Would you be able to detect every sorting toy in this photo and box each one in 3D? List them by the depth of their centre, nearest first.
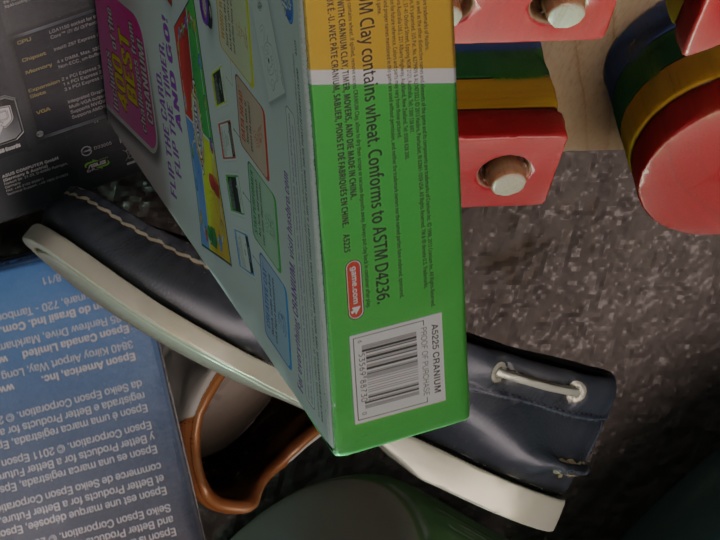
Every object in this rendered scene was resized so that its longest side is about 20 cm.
[{"bbox_3d":[0.079,-0.085,0.880,0.198,0.070,0.200,-2,144,-14],"label":"sorting toy"}]

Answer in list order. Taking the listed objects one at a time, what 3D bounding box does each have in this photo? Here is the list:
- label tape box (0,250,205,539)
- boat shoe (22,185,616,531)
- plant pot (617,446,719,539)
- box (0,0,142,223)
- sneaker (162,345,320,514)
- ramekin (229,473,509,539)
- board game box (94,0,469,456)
[{"bbox_3d":[-0.125,0.100,0.974,0.144,0.063,0.201,-13,93,-16],"label":"label tape box"},{"bbox_3d":[-0.009,0.016,0.937,0.199,0.075,0.062,27,91,-12],"label":"boat shoe"},{"bbox_3d":[0.187,0.140,1.120,0.161,0.200,0.200,-51,127,-3],"label":"plant pot"},{"bbox_3d":[-0.092,-0.104,0.926,0.199,0.051,0.158,-21,127,-11],"label":"box"},{"bbox_3d":[0.000,0.000,1.012,0.073,0.085,0.200,26,105,-32],"label":"sneaker"},{"bbox_3d":[-0.003,0.170,1.047,0.098,0.200,0.200,36,101,-28],"label":"ramekin"},{"bbox_3d":[-0.029,-0.067,0.821,0.040,0.200,0.154,-14,124,-17],"label":"board game box"}]
